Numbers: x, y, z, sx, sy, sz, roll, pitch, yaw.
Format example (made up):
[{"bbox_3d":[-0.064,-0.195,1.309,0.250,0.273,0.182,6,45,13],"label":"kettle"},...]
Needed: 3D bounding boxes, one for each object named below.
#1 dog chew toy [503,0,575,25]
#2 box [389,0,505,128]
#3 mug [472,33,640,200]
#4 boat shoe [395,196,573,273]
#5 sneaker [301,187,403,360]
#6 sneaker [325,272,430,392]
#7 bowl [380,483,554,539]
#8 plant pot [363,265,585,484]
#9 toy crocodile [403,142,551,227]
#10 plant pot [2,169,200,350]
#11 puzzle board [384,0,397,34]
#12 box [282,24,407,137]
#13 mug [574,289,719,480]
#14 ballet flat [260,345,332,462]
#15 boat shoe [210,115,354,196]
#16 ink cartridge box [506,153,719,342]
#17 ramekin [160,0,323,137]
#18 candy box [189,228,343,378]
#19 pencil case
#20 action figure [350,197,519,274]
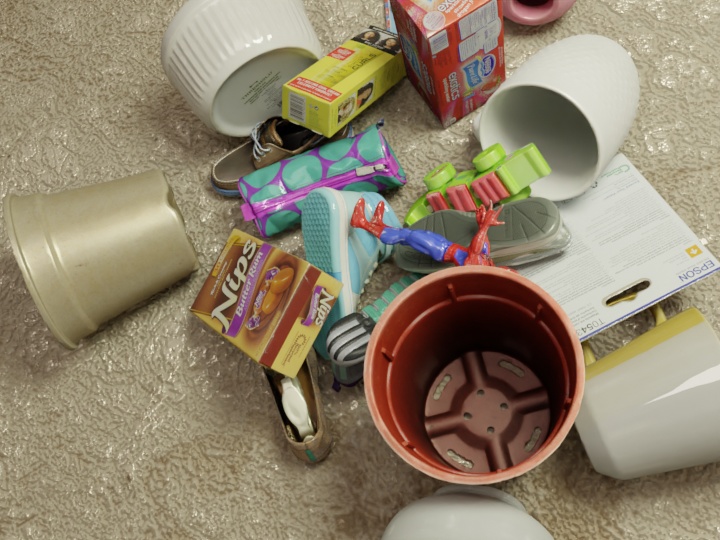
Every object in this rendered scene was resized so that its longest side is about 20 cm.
[{"bbox_3d":[0.228,-0.417,1.077,0.123,0.125,0.201,2,61,14],"label":"dog chew toy"},{"bbox_3d":[0.107,-0.274,0.999,0.099,0.200,0.096,-31,67,-1],"label":"box"},{"bbox_3d":[0.222,-0.188,0.973,0.199,0.148,0.175,-1,35,44],"label":"mug"},{"bbox_3d":[0.132,-0.029,0.927,0.201,0.065,0.075,-13,57,30],"label":"boat shoe"},{"bbox_3d":[0.000,0.000,0.986,0.079,0.130,0.202,13,107,45],"label":"sneaker"},{"bbox_3d":[0.045,0.067,0.959,0.199,0.088,0.075,-23,53,-23],"label":"sneaker"},{"bbox_3d":[0.108,0.268,0.803,0.199,0.202,0.091,4,50,15],"label":"bowl"},{"bbox_3d":[0.119,0.124,0.839,0.199,0.195,0.203,-4,68,11],"label":"plant pot"},{"bbox_3d":[0.128,-0.092,0.952,0.199,0.068,0.062,-17,23,46],"label":"toy crocodile"},{"bbox_3d":[-0.302,-0.029,1.018,0.182,0.201,0.202,-21,65,-9],"label":"plant pot"},{"bbox_3d":[0.105,-0.408,1.155,0.149,0.017,0.202,-8,68,10],"label":"puzzle board"},{"bbox_3d":[-0.013,-0.241,1.048,0.075,0.050,0.200,26,47,21],"label":"box"},{"bbox_3d":[0.291,0.128,0.848,0.152,0.187,0.150,-24,107,12],"label":"mug"},{"bbox_3d":[-0.080,0.120,0.959,0.068,0.067,0.201,-25,65,3],"label":"ballet flat"},{"bbox_3d":[-0.109,-0.163,1.076,0.199,0.072,0.073,-25,65,3],"label":"boat shoe"},{"bbox_3d":[0.256,-0.016,0.924,0.195,0.043,0.201,-27,50,1],"label":"ink cartridge box"},{"bbox_3d":[-0.140,-0.261,1.055,0.199,0.200,0.105,-32,69,-1],"label":"ramekin"},{"bbox_3d":[-0.113,0.032,0.947,0.200,0.056,0.117,22,83,57],"label":"candy box"},{"bbox_3d":[-0.048,-0.111,1.031,0.199,0.093,0.086,-21,106,6],"label":"pencil case"},{"bbox_3d":[0.090,-0.047,0.867,0.199,0.065,0.100,31,108,30],"label":"action figure"}]
